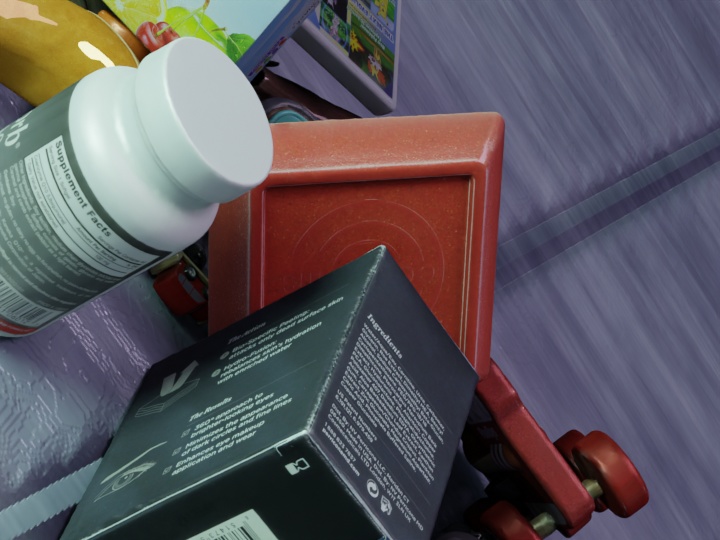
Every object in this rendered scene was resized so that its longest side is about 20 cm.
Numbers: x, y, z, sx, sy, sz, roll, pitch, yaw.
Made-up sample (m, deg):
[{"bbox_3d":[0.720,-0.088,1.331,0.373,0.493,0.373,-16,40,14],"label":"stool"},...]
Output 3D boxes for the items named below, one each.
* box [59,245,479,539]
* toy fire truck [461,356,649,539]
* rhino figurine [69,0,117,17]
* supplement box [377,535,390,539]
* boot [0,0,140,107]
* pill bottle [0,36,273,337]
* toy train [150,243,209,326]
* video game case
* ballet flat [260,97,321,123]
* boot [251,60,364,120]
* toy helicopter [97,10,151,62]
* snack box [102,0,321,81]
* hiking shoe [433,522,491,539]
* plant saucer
[{"bbox_3d":[-0.051,0.115,1.235,0.118,0.196,0.200,52,30,-19],"label":"box"},{"bbox_3d":[0.114,0.134,1.527,0.168,0.112,0.200,55,-8,0],"label":"toy fire truck"},{"bbox_3d":[-0.179,-0.183,1.421,0.200,0.060,0.088,0,62,-60],"label":"rhino figurine"},{"bbox_3d":[-0.045,0.284,1.101,0.134,0.199,0.200,51,31,-20],"label":"supplement box"},{"bbox_3d":[-0.236,-0.151,1.230,0.201,0.071,0.144,35,12,23],"label":"boot"},{"bbox_3d":[-0.155,-0.049,1.202,0.116,0.199,0.116,39,36,-36],"label":"pill bottle"},{"bbox_3d":[-0.118,0.009,1.388,0.200,0.034,0.046,50,42,-21],"label":"toy train"},{"bbox_3d":[-0.029,-0.236,1.466,0.200,0.022,0.183,40,45,-47],"label":"video game case"},{"bbox_3d":[-0.014,-0.051,1.445,0.200,0.073,0.073,44,34,-27],"label":"ballet flat"},{"bbox_3d":[-0.021,-0.091,1.494,0.166,0.200,0.073,36,79,-41],"label":"boot"},{"bbox_3d":[-0.121,-0.094,1.395,0.132,0.079,0.200,36,3,17],"label":"toy helicopter"},{"bbox_3d":[-0.106,-0.237,1.316,0.200,0.169,0.068,47,19,7],"label":"snack box"},{"bbox_3d":[0.068,0.222,1.449,0.101,0.075,0.200,61,-2,34],"label":"hiking shoe"},{"bbox_3d":[0.000,0.000,1.349,0.037,0.198,0.201,-119,-152,-61],"label":"plant saucer"}]
